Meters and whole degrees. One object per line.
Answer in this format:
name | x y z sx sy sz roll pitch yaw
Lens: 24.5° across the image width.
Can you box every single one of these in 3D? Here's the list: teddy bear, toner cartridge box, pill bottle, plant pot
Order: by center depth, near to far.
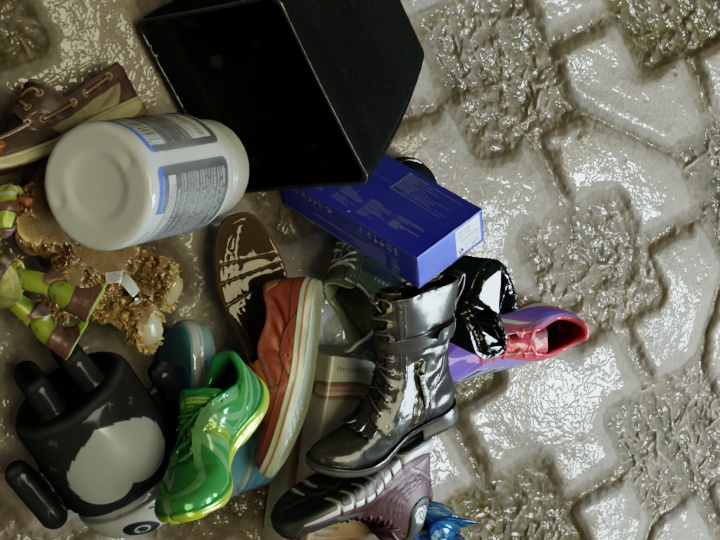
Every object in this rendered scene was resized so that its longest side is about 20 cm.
pill bottle | -0.188 -0.085 1.516 0.200 0.113 0.114 -18 110 -65
teddy bear | -0.249 -0.005 1.547 0.200 0.067 0.145 23 67 -34
plant pot | -0.055 -0.210 1.599 0.177 0.200 0.200 -47 121 -35
toner cartridge box | 0.020 -0.064 1.661 0.095 0.200 0.043 -34 138 -28

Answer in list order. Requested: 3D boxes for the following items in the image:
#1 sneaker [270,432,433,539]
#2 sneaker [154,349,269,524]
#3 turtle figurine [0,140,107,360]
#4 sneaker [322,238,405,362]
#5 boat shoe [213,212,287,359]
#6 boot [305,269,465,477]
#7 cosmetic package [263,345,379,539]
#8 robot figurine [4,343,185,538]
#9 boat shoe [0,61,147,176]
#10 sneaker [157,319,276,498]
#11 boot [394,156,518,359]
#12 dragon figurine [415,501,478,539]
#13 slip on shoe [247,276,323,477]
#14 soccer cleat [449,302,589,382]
sneaker | 0.005 0.249 1.666 0.200 0.076 0.116 -26 115 -32
sneaker | -0.147 0.151 1.515 0.084 0.074 0.200 63 30 -30
turtle figurine | -0.305 0.000 1.442 0.161 0.064 0.200 29 110 -5
sneaker | 0.000 0.000 1.700 0.090 0.067 0.201 -3 71 -36
boat shoe | -0.103 0.038 1.671 0.072 0.065 0.201 -20 101 -11
boot | 0.023 0.096 1.632 0.200 0.069 0.175 -25 125 -32
cosmetic package | -0.028 0.182 1.730 0.103 0.087 0.201 4 94 -36
robot figurine | -0.240 0.158 1.546 0.200 0.150 0.125 60 26 -26
boat shoe | -0.290 -0.139 1.510 0.200 0.072 0.072 -26 97 -31
sneaker | -0.131 0.135 1.656 0.130 0.079 0.201 -12 113 -33
boot | 0.094 -0.016 1.742 0.076 0.168 0.201 -7 100 -35
dragon figurine | 0.091 0.293 1.849 0.199 0.059 0.100 5 97 -33
slip on shoe | -0.080 0.102 1.621 0.074 0.061 0.201 -25 123 -77
soccer cleat | 0.167 0.081 1.868 0.200 0.073 0.068 -15 105 -34
